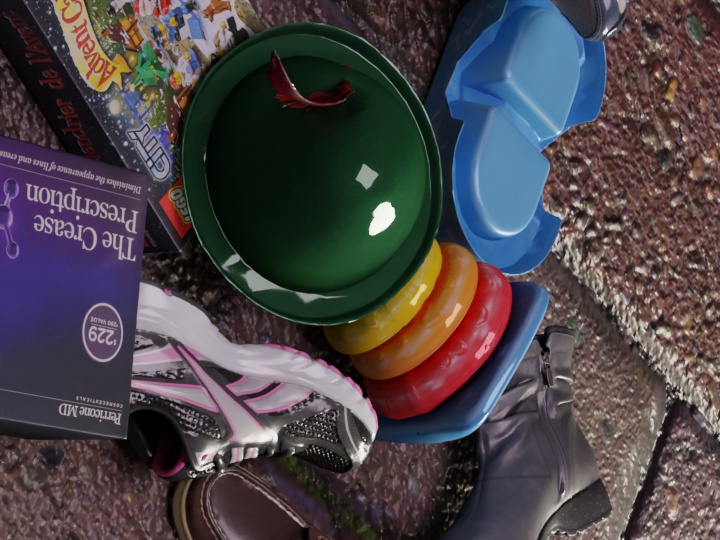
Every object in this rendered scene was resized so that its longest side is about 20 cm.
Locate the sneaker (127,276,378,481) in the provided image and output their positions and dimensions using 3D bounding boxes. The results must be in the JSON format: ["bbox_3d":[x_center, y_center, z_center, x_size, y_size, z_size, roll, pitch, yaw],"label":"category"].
[{"bbox_3d":[-0.082,0.078,1.588,0.200,0.080,0.087,26,68,-33],"label":"sneaker"}]

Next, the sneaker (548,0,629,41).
[{"bbox_3d":[0.078,-0.209,1.761,0.086,0.078,0.200,-32,80,-29],"label":"sneaker"}]

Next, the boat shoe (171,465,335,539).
[{"bbox_3d":[-0.021,0.176,1.638,0.200,0.072,0.072,51,52,-21],"label":"boat shoe"}]

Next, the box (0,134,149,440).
[{"bbox_3d":[-0.203,0.004,1.447,0.200,0.079,0.141,13,81,-48],"label":"box"}]

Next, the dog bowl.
[{"bbox_3d":[0.086,-0.090,1.810,0.111,0.050,0.200,42,57,-40],"label":"dog bowl"}]

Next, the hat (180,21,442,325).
[{"bbox_3d":[0.013,-0.062,1.541,0.200,0.176,0.166,-33,100,-35],"label":"hat"}]

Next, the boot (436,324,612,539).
[{"bbox_3d":[0.078,0.111,1.786,0.200,0.070,0.132,-27,106,-58],"label":"boot"}]

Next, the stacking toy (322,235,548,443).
[{"bbox_3d":[0.000,0.000,1.682,0.200,0.116,0.110,42,62,-24],"label":"stacking toy"}]

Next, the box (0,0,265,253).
[{"bbox_3d":[-0.121,-0.128,1.578,0.137,0.038,0.200,-54,127,-36],"label":"box"}]
